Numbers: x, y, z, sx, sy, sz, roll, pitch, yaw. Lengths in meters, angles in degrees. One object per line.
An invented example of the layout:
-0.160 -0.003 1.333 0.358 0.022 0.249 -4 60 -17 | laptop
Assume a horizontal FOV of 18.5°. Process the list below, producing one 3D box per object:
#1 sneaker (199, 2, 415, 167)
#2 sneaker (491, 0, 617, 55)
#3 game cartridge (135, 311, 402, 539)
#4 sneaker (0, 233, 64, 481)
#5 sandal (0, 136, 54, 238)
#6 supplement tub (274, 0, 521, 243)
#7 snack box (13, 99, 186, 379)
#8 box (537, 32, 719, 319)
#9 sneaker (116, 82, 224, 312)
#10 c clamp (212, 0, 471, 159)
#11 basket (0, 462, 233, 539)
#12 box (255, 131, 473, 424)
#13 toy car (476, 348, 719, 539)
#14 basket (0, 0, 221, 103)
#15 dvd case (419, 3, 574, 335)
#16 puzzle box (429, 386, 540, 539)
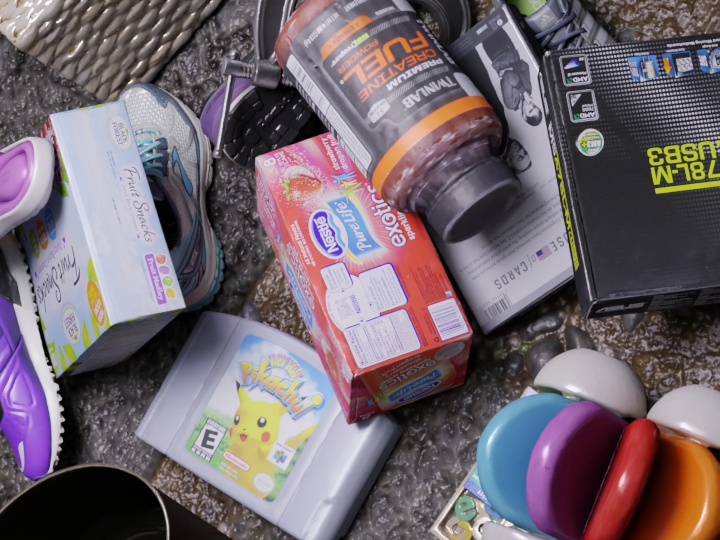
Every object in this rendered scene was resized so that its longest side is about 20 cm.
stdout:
-0.050 -0.175 1.774 0.200 0.076 0.088 -41 33 -6 | sneaker
0.155 -0.165 1.668 0.074 0.081 0.200 -44 62 8 | sneaker
-0.071 0.116 1.722 0.200 0.040 0.134 28 85 29 | game cartridge
-0.304 0.077 1.781 0.099 0.070 0.201 -12 83 -22 | sneaker
-0.296 -0.056 1.690 0.202 0.050 0.083 -32 51 47 | sandal
0.032 -0.117 1.619 0.107 0.107 0.200 -41 72 10 | supplement tub
-0.211 -0.020 1.722 0.067 0.200 0.169 -14 82 -21 | snack box
0.239 -0.072 1.575 0.199 0.048 0.194 -6 68 -6 | box
-0.163 -0.070 1.788 0.077 0.086 0.201 -24 67 16 | sneaker
-0.013 -0.166 1.723 0.199 0.027 0.172 3 95 -14 | c clamp
-0.168 0.232 1.640 0.180 0.200 0.136 -33 65 14 | basket
0.000 0.000 1.669 0.099 0.096 0.200 -19 65 -12 | box
0.165 0.146 1.506 0.199 0.150 0.176 18 84 28 | toy car
-0.225 -0.266 1.812 0.200 0.198 0.161 -46 64 6 | basket
0.104 -0.074 1.653 0.150 0.025 0.200 -35 77 31 | dvd case
0.162 0.191 1.595 0.200 0.025 0.133 35 91 29 | puzzle box
